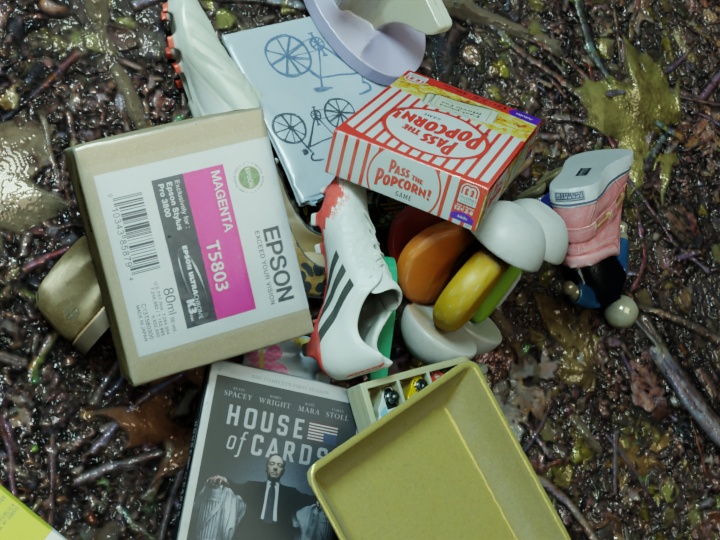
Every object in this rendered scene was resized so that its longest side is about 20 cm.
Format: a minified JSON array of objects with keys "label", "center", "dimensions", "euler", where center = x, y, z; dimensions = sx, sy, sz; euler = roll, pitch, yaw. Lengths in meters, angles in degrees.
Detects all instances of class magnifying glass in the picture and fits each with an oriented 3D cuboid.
[{"label":"magnifying glass","center":[0.016,0.086,1.005],"dimensions":[0.022,0.080,0.202],"euler":[4,79,-8]}]

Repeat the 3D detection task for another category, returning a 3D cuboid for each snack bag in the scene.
[{"label":"snack bag","center":[-0.026,-0.174,1.105],"dimensions":[0.188,0.021,0.201],"euler":[-20,80,-33]}]

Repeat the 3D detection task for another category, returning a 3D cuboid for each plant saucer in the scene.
[{"label":"plant saucer","center":[0.063,0.208,0.896],"dimensions":[0.199,0.048,0.201],"euler":[-29,90,-34]}]

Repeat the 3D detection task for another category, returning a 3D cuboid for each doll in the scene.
[{"label":"doll","center":[0.264,-0.021,1.234],"dimensions":[0.136,0.048,0.201],"euler":[-37,98,-33]}]

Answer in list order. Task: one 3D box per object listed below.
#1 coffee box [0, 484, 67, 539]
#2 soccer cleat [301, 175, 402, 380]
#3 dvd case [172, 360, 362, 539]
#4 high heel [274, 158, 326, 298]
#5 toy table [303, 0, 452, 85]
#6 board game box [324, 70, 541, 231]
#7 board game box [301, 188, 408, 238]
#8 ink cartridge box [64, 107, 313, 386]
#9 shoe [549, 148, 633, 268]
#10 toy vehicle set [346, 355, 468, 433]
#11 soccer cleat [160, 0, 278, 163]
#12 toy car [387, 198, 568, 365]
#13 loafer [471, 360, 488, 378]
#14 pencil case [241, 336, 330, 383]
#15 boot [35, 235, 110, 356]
[{"label":"coffee box","center":[-0.354,0.212,0.744],"dimensions":[0.198,0.199,0.200],"euler":[44,62,-13]},{"label":"soccer cleat","center":[0.000,0.000,0.962],"dimensions":[0.069,0.085,0.202],"euler":[36,55,-53]},{"label":"dvd case","center":[-0.078,0.188,0.915],"dimensions":[0.149,0.025,0.202],"euler":[14,73,-18]},{"label":"high heel","center":[-0.046,-0.051,1.013],"dimensions":[0.198,0.143,0.072],"euler":[10,30,-23]},{"label":"toy table","center":[0.019,-0.306,1.101],"dimensions":[0.183,0.117,0.201],"euler":[-35,89,-33]},{"label":"board game box","center":[0.075,-0.120,1.017],"dimensions":[0.150,0.047,0.200],"euler":[22,32,12]},{"label":"board game box","center":[0.024,-0.096,1.130],"dimensions":[0.199,0.023,0.106],"euler":[-9,81,-30]},{"label":"ink cartridge box","center":[-0.143,-0.023,0.898],"dimensions":[0.164,0.075,0.202],"euler":[-16,99,-19]},{"label":"shoe","center":[0.257,-0.072,1.175],"dimensions":[0.200,0.071,0.092],"euler":[-38,123,-58]},{"label":"toy vehicle set","center":[0.071,0.186,0.954],"dimensions":[0.123,0.026,0.202],"euler":[-12,81,-34]},{"label":"soccer cleat","center":[-0.138,-0.181,1.028],"dimensions":[0.077,0.069,0.202],"euler":[-17,95,-12]},{"label":"toy car","center":[0.101,-0.009,1.069],"dimensions":[0.150,0.176,0.200],"euler":[40,20,17]},{"label":"loafer","center":[0.051,0.159,1.063],"dimensions":[0.199,0.076,0.069],"euler":[-33,104,-18]},{"label":"pencil case","center":[-0.073,0.157,0.982],"dimensions":[0.090,0.083,0.202],"euler":[6,75,1]},{"label":"boot","center":[-0.209,-0.024,0.959],"dimensions":[0.075,0.074,0.200],"euler":[40,65,-5]}]
